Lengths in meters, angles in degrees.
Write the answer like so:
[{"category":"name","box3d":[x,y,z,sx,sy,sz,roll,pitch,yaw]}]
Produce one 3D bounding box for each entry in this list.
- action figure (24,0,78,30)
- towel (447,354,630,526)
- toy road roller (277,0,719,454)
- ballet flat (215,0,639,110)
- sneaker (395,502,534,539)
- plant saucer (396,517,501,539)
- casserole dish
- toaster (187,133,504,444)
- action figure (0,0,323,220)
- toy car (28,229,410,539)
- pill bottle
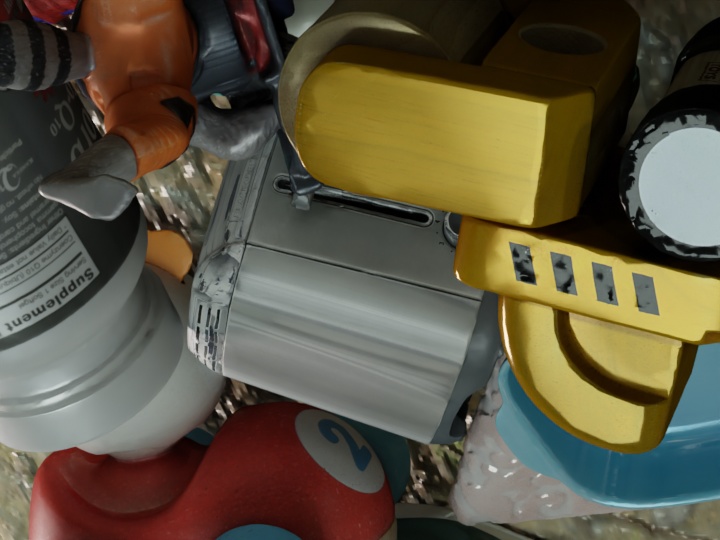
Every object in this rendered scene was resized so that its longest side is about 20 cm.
[{"category":"action figure","box3d":[-0.147,-0.108,1.144,0.200,0.052,0.065,-21,128,31]},{"category":"towel","box3d":[0.147,0.046,1.214,0.191,0.032,0.200,-3,142,-14]},{"category":"toy road roller","box3d":[0.070,-0.022,1.007,0.200,0.123,0.146,14,115,11]},{"category":"ballet flat","box3d":[0.014,-0.100,1.096,0.200,0.068,0.068,8,126,13]},{"category":"sneaker","box3d":[0.058,0.186,1.402,0.200,0.099,0.071,16,143,-3]},{"category":"plant saucer","box3d":[-0.008,0.161,1.293,0.200,0.200,0.036,-10,106,25]},{"category":"casserole dish","box3d":[0.150,0.040,1.111,0.200,0.039,0.121,-14,134,25]},{"category":"toaster","box3d":[0.000,0.000,1.171,0.129,0.114,0.200,16,163,1]},{"category":"action figure","box3d":[-0.088,-0.111,0.999,0.105,0.193,0.200,-16,93,11]},{"category":"toy car","box3d":[-0.084,0.060,1.271,0.177,0.184,0.200,-8,107,18]},{"category":"pill bottle","box3d":[-0.155,-0.029,1.107,0.116,0.116,0.200,-9,129,24]}]
